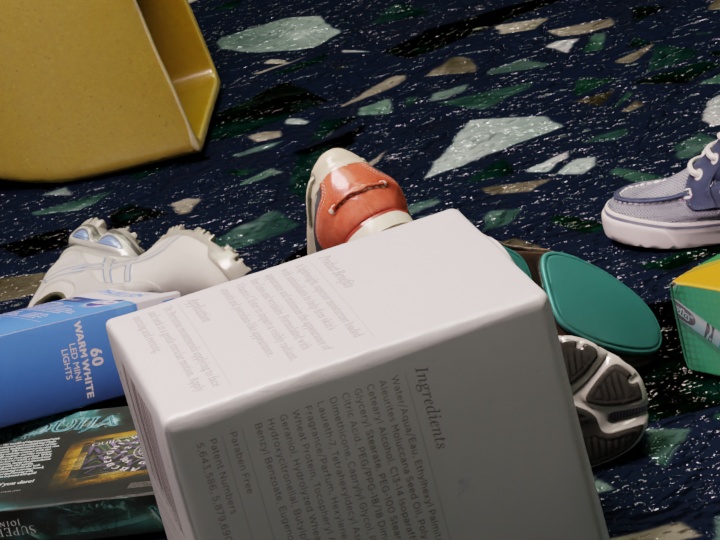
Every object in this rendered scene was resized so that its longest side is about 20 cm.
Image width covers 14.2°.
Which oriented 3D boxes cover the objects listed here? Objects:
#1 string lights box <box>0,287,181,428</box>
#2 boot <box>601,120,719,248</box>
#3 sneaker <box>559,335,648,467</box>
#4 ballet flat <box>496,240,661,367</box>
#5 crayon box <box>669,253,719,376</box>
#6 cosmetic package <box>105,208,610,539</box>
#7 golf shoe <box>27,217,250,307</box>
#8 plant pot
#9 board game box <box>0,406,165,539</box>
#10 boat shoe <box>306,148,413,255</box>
[{"bbox_3d":[-0.215,0.059,1.779,0.200,0.059,0.103,-14,7,-29],"label":"string lights box"},{"bbox_3d":[0.241,-0.069,1.834,0.200,0.090,0.073,-3,22,28],"label":"boot"},{"bbox_3d":[0.070,0.065,1.613,0.200,0.081,0.083,1,11,28],"label":"sneaker"},{"bbox_3d":[0.085,0.019,1.648,0.067,0.200,0.068,-33,49,37],"label":"ballet flat"},{"bbox_3d":[0.285,0.021,1.603,0.119,0.058,0.200,-27,24,-34],"label":"crayon box"},{"bbox_3d":[-0.002,0.090,1.453,0.200,0.165,0.165,-18,20,-9],"label":"cosmetic package"},{"bbox_3d":[-0.144,0.023,1.908,0.200,0.078,0.097,2,41,51],"label":"golf shoe"},{"bbox_3d":[-0.247,-0.177,2.344,0.200,0.196,0.194,-20,18,10],"label":"plant pot"},{"bbox_3d":[-0.140,0.116,1.682,0.200,0.028,0.135,-8,20,19],"label":"board game box"},{"bbox_3d":[0.000,0.000,1.688,0.071,0.200,0.063,-31,66,-13],"label":"boat shoe"}]
